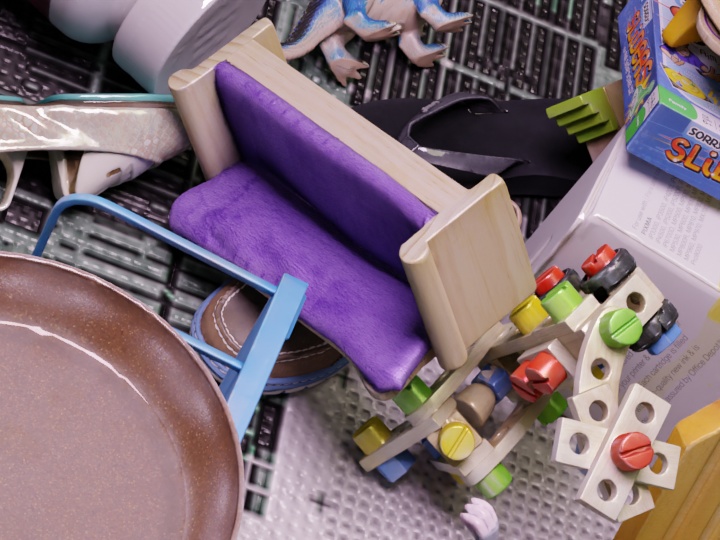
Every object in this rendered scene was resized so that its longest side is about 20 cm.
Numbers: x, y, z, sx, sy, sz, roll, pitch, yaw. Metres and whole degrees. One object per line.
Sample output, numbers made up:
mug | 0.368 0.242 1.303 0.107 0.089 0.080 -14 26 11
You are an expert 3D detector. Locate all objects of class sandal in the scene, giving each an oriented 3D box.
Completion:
sandal | 0.061 -0.072 1.503 0.199 0.043 0.076 -11 64 -32

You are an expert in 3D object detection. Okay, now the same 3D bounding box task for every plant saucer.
plant saucer | -0.147 0.082 1.098 0.199 0.032 0.201 10 54 -14

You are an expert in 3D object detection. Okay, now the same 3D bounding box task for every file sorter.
file sorter | -0.127 0.089 1.205 0.122 0.139 0.201 25 51 -4

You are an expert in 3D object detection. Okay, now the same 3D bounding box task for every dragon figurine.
dragon figurine | -0.003 -0.163 1.522 0.199 0.059 0.100 -15 66 -34

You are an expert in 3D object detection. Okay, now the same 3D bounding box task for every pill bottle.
pill bottle | -0.147 -0.190 1.428 0.200 0.110 0.109 44 50 10

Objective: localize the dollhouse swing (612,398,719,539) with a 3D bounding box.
dollhouse swing | 0.217 0.179 1.329 0.199 0.176 0.183 2 58 -27

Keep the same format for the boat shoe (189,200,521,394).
boat shoe | 0.000 0.000 1.404 0.199 0.072 0.072 -24 72 -36

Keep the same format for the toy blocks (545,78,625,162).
toy blocks | 0.199 -0.055 1.533 0.200 0.100 0.137 -23 92 -52

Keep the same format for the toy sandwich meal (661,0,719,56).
toy sandwich meal | 0.244 -0.098 1.386 0.204 0.070 0.206 22 33 -15

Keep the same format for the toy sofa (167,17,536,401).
toy sofa | -0.017 -0.032 1.327 0.097 0.083 0.200 -38 48 -17

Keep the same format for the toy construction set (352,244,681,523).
toy construction set | 0.087 0.058 1.321 0.131 0.200 0.092 -44 111 -21

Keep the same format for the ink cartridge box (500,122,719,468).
ink cartridge box | 0.180 0.033 1.427 0.199 0.145 0.084 31 49 -5

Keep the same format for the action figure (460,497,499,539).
action figure | 0.073 0.203 1.254 0.149 0.134 0.200 35 61 11

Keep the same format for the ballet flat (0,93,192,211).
ballet flat | -0.167 -0.060 1.379 0.199 0.067 0.063 1 86 -22

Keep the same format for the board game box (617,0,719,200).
board game box | 0.227 -0.066 1.421 0.199 0.035 0.136 26 32 -15
